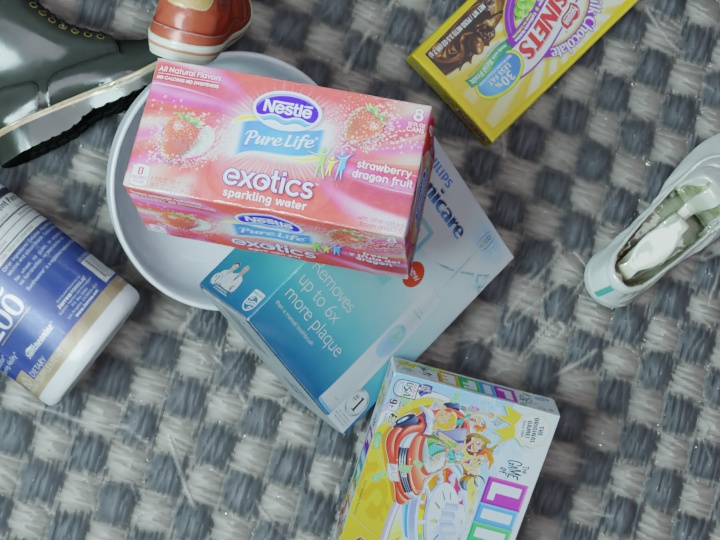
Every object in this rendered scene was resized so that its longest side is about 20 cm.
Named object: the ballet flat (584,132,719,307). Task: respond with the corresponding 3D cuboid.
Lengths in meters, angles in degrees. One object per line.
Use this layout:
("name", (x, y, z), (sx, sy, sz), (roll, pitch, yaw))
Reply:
("ballet flat", (0.270, -0.043, 1.287), (0.200, 0.069, 0.069), (-42, 92, -11))

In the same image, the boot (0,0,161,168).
("boot", (-0.222, -0.186, 1.210), (0.199, 0.077, 0.139), (-29, 90, -17))

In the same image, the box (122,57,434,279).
("box", (-0.053, -0.071, 1.087), (0.199, 0.095, 0.103), (11, 73, 7))

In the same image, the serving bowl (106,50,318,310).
("serving bowl", (-0.108, -0.073, 1.213), (0.199, 0.066, 0.201), (-6, 104, -23))

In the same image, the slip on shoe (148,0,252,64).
("slip on shoe", (-0.119, -0.209, 1.178), (0.074, 0.200, 0.061), (13, 111, -1))

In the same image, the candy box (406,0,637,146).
("candy box", (0.143, -0.209, 1.303), (0.200, 0.026, 0.102), (-45, 96, -10))

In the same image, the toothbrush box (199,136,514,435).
("toothbrush box", (0.000, 0.000, 1.197), (0.200, 0.085, 0.147), (-45, 127, -12))

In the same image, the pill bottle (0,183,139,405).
("pill bottle", (-0.276, 0.001, 1.168), (0.200, 0.111, 0.111), (38, 80, -4))

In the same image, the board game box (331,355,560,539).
("board game box", (0.059, 0.178, 1.205), (0.134, 0.034, 0.201), (15, 107, -8))
